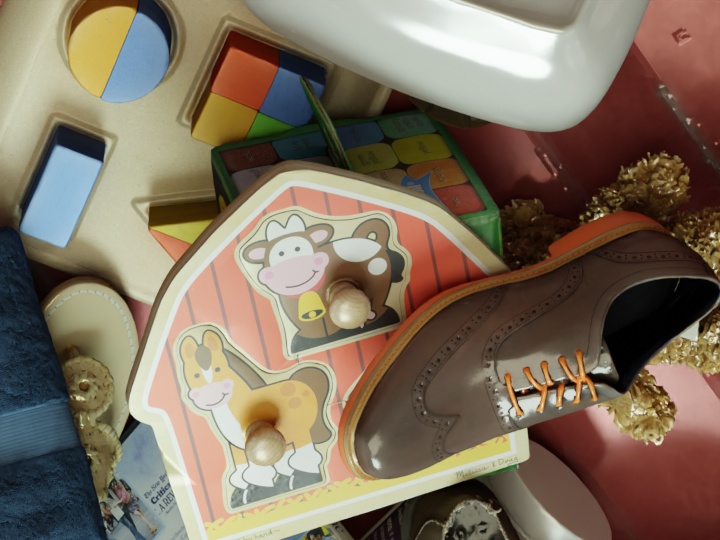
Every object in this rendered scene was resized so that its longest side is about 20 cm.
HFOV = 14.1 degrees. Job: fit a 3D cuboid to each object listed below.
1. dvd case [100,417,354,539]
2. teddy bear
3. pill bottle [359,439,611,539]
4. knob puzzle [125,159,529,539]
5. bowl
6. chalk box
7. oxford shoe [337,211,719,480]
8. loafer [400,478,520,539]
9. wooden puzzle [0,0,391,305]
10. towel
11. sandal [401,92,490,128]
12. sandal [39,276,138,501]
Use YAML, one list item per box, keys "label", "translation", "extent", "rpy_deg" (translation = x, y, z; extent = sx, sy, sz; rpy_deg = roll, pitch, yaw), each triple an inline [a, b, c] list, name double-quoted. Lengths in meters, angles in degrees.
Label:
- label: "dvd case"
  translation: [-0.072, 0.163, 1.550]
  extent: [0.143, 0.018, 0.200]
  rpy_deg: [-49, 67, 22]
- label: "teddy bear"
  translation: [0.151, 0.011, 1.479]
  extent: [0.200, 0.067, 0.145]
  rpy_deg: [-23, 94, 42]
- label: "pill bottle"
  translation: [0.039, 0.184, 1.564]
  extent: [0.112, 0.112, 0.200]
  rpy_deg: [40, 110, -14]
- label: "knob puzzle"
  translation: [-0.015, 0.039, 1.383]
  extent: [0.219, 0.030, 0.220]
  rpy_deg: [-7, 120, -12]
- label: "bowl"
  translation: [0.057, -0.182, 1.379]
  extent: [0.200, 0.075, 0.200]
  rpy_deg: [21, 82, -6]
- label: "chalk box"
  translation: [0.000, 0.000, 1.454]
  extent: [0.124, 0.125, 0.200]
  rpy_deg: [-11, 123, -10]
- label: "oxford shoe"
  translation: [0.080, 0.040, 1.365]
  extent: [0.200, 0.073, 0.071]
  rpy_deg: [-34, 123, -15]
- label: "loafer"
  translation: [0.066, 0.200, 1.451]
  extent: [0.073, 0.071, 0.200]
  rpy_deg: [-19, 84, -6]
- label: "wooden puzzle"
  translation: [-0.106, -0.067, 1.499]
  extent: [0.200, 0.046, 0.185]
  rpy_deg: [23, 112, -7]
- label: "towel"
  translation: [-0.190, 0.077, 1.456]
  extent: [0.049, 0.112, 0.200]
  rpy_deg: [-22, 82, 46]
- label: "sandal"
  translation: [0.016, -0.163, 1.453]
  extent: [0.200, 0.055, 0.082]
  rpy_deg: [48, 118, 0]
- label: "sandal"
  translation: [-0.155, 0.113, 1.537]
  extent: [0.078, 0.070, 0.212]
  rpy_deg: [7, 115, -33]
